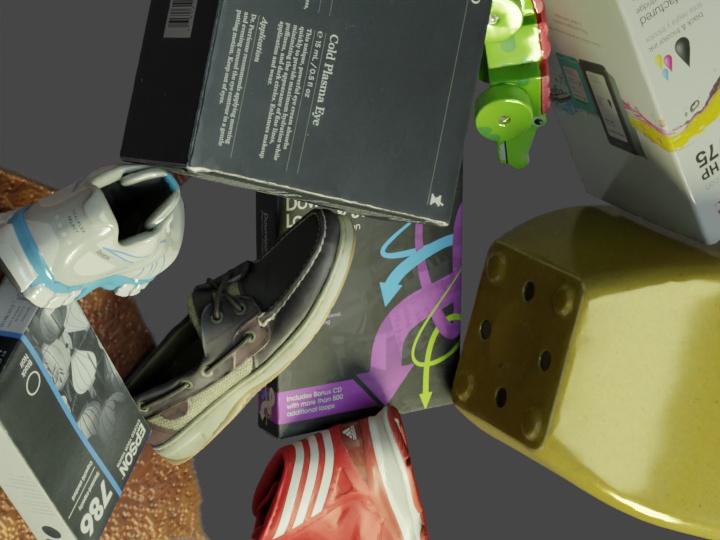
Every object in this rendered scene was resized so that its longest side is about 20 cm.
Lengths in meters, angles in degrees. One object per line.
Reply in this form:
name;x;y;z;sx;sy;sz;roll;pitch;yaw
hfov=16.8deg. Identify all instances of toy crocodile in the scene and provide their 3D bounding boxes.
toy crocodile;0.097;-0.148;1.553;0.061;0.068;0.201;-6;134;3

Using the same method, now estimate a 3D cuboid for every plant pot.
plant pot;0.177;0.059;1.617;0.199;0.195;0.196;9;100;-31

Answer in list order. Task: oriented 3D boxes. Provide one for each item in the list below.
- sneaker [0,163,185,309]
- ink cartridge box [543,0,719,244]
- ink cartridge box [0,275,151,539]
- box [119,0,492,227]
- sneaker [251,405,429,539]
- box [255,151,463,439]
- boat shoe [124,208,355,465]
sneaker;-0.132;-0.030;1.412;0.086;0.200;0.075;-30;91;20
ink cartridge box;0.210;-0.150;1.598;0.146;0.146;0.201;-35;120;-17
ink cartridge box;-0.177;0.097;1.451;0.100;0.039;0.201;-66;150;-32
box;-0.027;-0.142;1.460;0.181;0.104;0.202;12;89;-29
sneaker;-0.013;0.179;1.628;0.115;0.079;0.201;-11;124;1
box;0.000;0.000;1.585;0.142;0.036;0.202;-10;109;-28
boat shoe;-0.080;0.036;1.502;0.065;0.072;0.200;30;116;-26
